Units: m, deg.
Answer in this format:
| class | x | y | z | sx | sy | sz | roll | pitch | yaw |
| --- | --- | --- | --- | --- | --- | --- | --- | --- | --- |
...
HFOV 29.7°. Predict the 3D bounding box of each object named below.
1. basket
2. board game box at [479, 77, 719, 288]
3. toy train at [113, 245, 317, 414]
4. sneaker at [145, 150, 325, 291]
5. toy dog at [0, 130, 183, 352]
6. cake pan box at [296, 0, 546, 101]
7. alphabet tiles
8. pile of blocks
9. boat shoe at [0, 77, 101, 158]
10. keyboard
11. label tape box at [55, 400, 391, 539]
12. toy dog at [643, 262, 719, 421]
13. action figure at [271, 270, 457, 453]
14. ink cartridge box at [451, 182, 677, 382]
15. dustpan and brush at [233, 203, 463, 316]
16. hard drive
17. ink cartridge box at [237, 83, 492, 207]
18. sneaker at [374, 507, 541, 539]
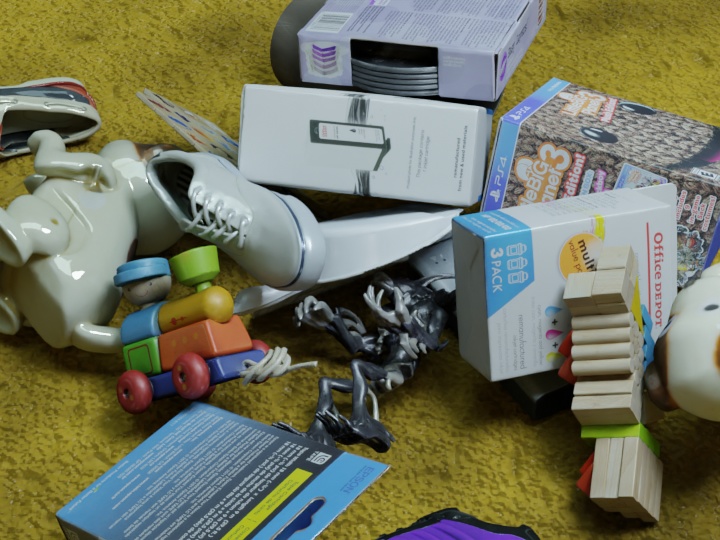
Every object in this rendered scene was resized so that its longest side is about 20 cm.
| class | x | y | z | sx | sy | sz | roll | pitch | yaw |
| --- | --- | --- | --- | --- | --- | --- | --- | --- | --- |
| basket | 0.015 | -0.198 | 1.353 | 0.180 | 0.137 | 0.199 | -33 | 47 | -27 |
| board game box | 0.228 | -0.081 | 1.199 | 0.198 | 0.098 | 0.159 | 19 | 27 | 18 |
| toy train | -0.110 | 0.033 | 1.022 | 0.199 | 0.117 | 0.084 | -18 | -6 | 42 |
| sneaker | -0.104 | -0.038 | 1.062 | 0.070 | 0.074 | 0.199 | 1 | 21 | -40 |
| toy dog | -0.223 | -0.040 | 1.152 | 0.193 | 0.140 | 0.200 | 29 | 47 | 18 |
| cake pan box | 0.059 | -0.218 | 1.218 | 0.182 | 0.053 | 0.200 | 6 | 33 | 18 |
| alphabet tiles | -0.116 | -0.105 | 1.250 | 0.200 | 0.006 | 0.166 | 41 | 11 | 37 |
| pile of blocks | 0.182 | 0.085 | 1.009 | 0.062 | 0.203 | 0.082 | -5 | -6 | 31 |
| boat shoe | -0.355 | -0.141 | 1.337 | 0.198 | 0.072 | 0.063 | -14 | 45 | -22 |
| keyboard | 0.000 | 0.000 | 1.181 | 0.198 | 0.056 | 0.011 | -21 | 85 | -22 |
| label tape box | -0.089 | 0.173 | 0.928 | 0.199 | 0.064 | 0.144 | 13 | 39 | 41 |
| toy dog | 0.298 | 0.071 | 1.000 | 0.198 | 0.139 | 0.196 | 16 | 72 | -32 |
| action figure | 0.009 | 0.055 | 1.068 | 0.118 | 0.102 | 0.201 | -23 | 28 | 44 |
| ink cartridge box | 0.176 | 0.005 | 1.055 | 0.198 | 0.117 | 0.068 | -10 | 18 | -17 |
| dustpan and brush | -0.026 | -0.008 | 1.111 | 0.198 | 0.058 | 0.139 | -12 | 9 | -19 |
| hard drive | 0.148 | 0.033 | 1.154 | 0.138 | 0.033 | 0.200 | -20 | 45 | -22 |
| ink cartridge box | 0.007 | -0.109 | 1.165 | 0.198 | 0.085 | 0.146 | 6 | 8 | 10 |
| sneaker | 0.037 | 0.208 | 0.931 | 0.198 | 0.070 | 0.100 | -1 | 29 | 1 |
